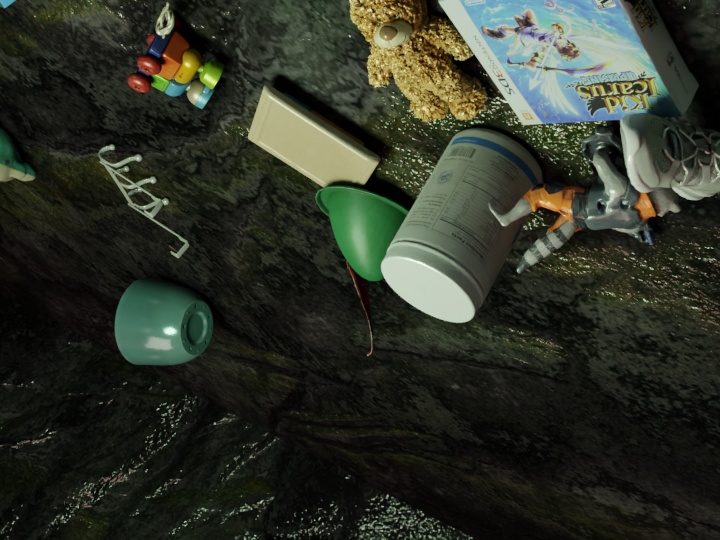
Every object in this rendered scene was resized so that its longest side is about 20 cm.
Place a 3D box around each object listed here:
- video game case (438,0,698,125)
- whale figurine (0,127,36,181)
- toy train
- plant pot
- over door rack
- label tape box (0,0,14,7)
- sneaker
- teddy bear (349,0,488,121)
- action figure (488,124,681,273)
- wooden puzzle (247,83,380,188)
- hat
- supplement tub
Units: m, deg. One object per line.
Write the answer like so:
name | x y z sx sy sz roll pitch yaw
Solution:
video game case | 0.199 -0.220 1.031 0.198 0.046 0.181 5 147 48
whale figurine | -0.756 -0.244 2.232 0.157 0.105 0.200 22 -179 20
toy train | -0.234 -0.286 1.436 0.115 0.086 0.200 27 160 -16
plant pot | -0.432 0.123 2.427 0.159 0.203 0.201 5 148 28
over door rack | -0.386 -0.134 1.950 0.200 0.066 0.148 44 167 32
label tape box | -0.550 -0.453 1.520 0.198 0.064 0.145 20 156 30
sneaker | 0.312 -0.116 1.011 0.081 0.076 0.198 -13 170 41
teddy bear | 0.063 -0.229 1.166 0.143 0.067 0.201 19 155 25
action figure | 0.268 -0.055 1.188 0.191 0.106 0.200 -18 137 31
wooden puzzle | -0.066 -0.178 1.499 0.184 0.038 0.200 33 163 -3
hat | 0.000 0.000 1.549 0.198 0.179 0.165 27 161 -25
supplement tub | 0.124 -0.056 1.270 0.131 0.202 0.132 26 158 11
